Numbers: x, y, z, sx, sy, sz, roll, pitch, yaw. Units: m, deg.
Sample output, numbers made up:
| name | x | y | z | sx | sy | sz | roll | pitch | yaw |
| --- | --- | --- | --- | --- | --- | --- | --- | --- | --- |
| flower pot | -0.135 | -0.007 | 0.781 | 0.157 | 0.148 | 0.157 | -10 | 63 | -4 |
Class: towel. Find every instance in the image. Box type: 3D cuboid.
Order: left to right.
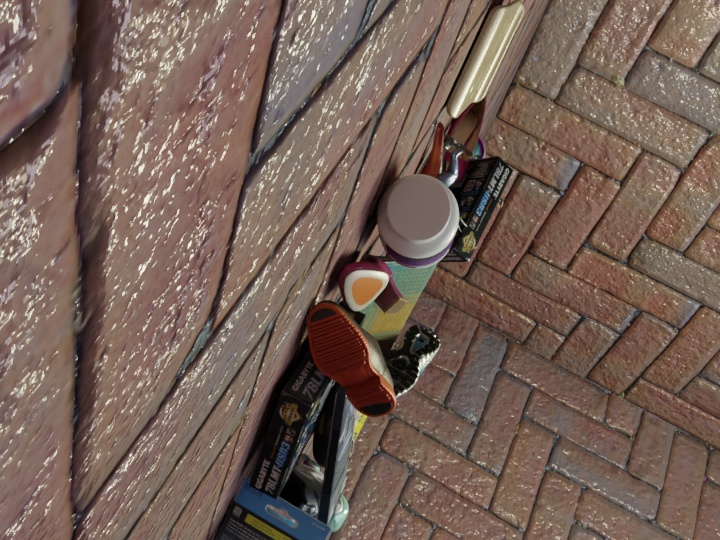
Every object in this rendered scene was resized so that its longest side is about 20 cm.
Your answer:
| name | x | y | z | sx | sy | sz | roll | pitch | yaw |
| --- | --- | --- | --- | --- | --- | --- | --- | --- | --- |
| towel | 0.027 | 0.057 | 1.483 | 0.145 | 0.022 | 0.201 | -1 | 130 | -37 |

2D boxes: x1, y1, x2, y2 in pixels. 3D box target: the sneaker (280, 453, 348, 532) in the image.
| name | x | y | z | sx | sy | sz | roll | pitch | yaw |
| --- | --- | --- | --- | --- | --- | --- | --- | --- | --- |
| sneaker | -0.117 | 0.323 | 1.459 | 0.139 | 0.199 | 0.078 | 32 | 84 | -39 |

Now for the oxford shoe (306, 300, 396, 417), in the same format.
| name | x | y | z | sx | sy | sz | roll | pitch | yaw |
| --- | --- | --- | --- | --- | --- | --- | --- | --- | --- |
| oxford shoe | -0.014 | 0.099 | 1.177 | 0.073 | 0.070 | 0.201 | -92 | 161 | -48 |

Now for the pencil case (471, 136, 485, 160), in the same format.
| name | x | y | z | sx | sy | sz | roll | pitch | yaw |
| --- | --- | --- | --- | --- | --- | --- | --- | --- | --- |
| pencil case | 0.203 | -0.207 | 1.892 | 0.085 | 0.092 | 0.200 | -44 | 170 | -9 |

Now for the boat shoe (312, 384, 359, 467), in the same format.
| name | x | y | z | sx | sy | sz | roll | pitch | yaw |
| --- | --- | --- | --- | --- | --- | --- | --- | --- | --- |
| boat shoe | -0.028 | 0.218 | 1.511 | 0.075 | 0.072 | 0.203 | -4 | 116 | -34 |

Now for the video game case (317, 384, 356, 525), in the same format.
| name | x | y | z | sx | sy | sz | roll | pitch | yaw |
| --- | --- | --- | --- | --- | --- | --- | --- | --- | --- |
| video game case | -0.029 | 0.251 | 1.361 | 0.143 | 0.019 | 0.203 | -49 | 148 | -75 |

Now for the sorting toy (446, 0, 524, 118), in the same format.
| name | x | y | z | sx | sy | sz | roll | pitch | yaw |
| --- | --- | --- | --- | --- | --- | --- | --- | --- | --- |
| sorting toy | 0.198 | -0.348 | 1.515 | 0.187 | 0.036 | 0.200 | -65 | 170 | 23 |

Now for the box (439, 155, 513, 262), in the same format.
| name | x | y | z | sx | sy | sz | roll | pitch | yaw |
| --- | --- | --- | --- | --- | --- | --- | --- | --- | --- |
| box | 0.164 | -0.108 | 1.724 | 0.199 | 0.050 | 0.200 | -2 | -124 | 56 |

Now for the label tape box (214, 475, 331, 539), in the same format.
| name | x | y | z | sx | sy | sz | roll | pitch | yaw |
| --- | --- | --- | --- | --- | --- | --- | --- | --- | --- |
| label tape box | -0.131 | 0.392 | 1.340 | 0.202 | 0.142 | 0.066 | -65 | 174 | 21 |

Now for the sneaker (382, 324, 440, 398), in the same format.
| name | x | y | z | sx | sy | sz | roll | pitch | yaw |
| --- | --- | --- | --- | --- | --- | --- | --- | --- | --- |
| sneaker | 0.062 | 0.175 | 1.537 | 0.199 | 0.078 | 0.091 | -34 | 153 | -47 |

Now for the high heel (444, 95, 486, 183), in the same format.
| name | x | y | z | sx | sy | sz | roll | pitch | yaw |
| --- | --- | --- | --- | --- | --- | --- | --- | --- | --- |
| high heel | 0.191 | -0.240 | 1.703 | 0.096 | 0.067 | 0.201 | -54 | -174 | 39 |

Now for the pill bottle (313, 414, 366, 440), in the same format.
| name | x | y | z | sx | sy | sz | roll | pitch | yaw |
| --- | --- | --- | --- | --- | --- | --- | --- | --- | --- |
| pill bottle | -0.021 | 0.194 | 1.607 | 0.202 | 0.110 | 0.111 | -63 | 175 | -4 |

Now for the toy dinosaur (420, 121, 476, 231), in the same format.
| name | x | y | z | sx | sy | sz | roll | pitch | yaw |
| --- | --- | --- | --- | --- | --- | --- | --- | --- | --- |
| toy dinosaur | 0.105 | -0.144 | 1.572 | 0.182 | 0.105 | 0.200 | -49 | 137 | 5 |

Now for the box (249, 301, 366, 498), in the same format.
| name | x | y | z | sx | sy | sz | roll | pitch | yaw |
| --- | --- | --- | --- | --- | --- | --- | --- | --- | --- |
| box | -0.072 | 0.175 | 1.278 | 0.201 | 0.049 | 0.200 | -59 | 171 | -50 |

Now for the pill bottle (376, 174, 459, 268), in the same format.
| name | x | y | z | sx | sy | sz | roll | pitch | yaw |
| --- | --- | --- | --- | --- | --- | --- | --- | --- | --- |
| pill bottle | 0.078 | -0.068 | 1.273 | 0.112 | 0.110 | 0.200 | -62 | 175 | -4 |

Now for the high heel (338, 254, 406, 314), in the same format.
| name | x | y | z | sx | sy | sz | roll | pitch | yaw |
| --- | --- | --- | --- | --- | --- | --- | --- | --- | --- |
| high heel | 0.000 | 0.000 | 1.248 | 0.067 | 0.096 | 0.200 | -43 | 158 | 13 |
